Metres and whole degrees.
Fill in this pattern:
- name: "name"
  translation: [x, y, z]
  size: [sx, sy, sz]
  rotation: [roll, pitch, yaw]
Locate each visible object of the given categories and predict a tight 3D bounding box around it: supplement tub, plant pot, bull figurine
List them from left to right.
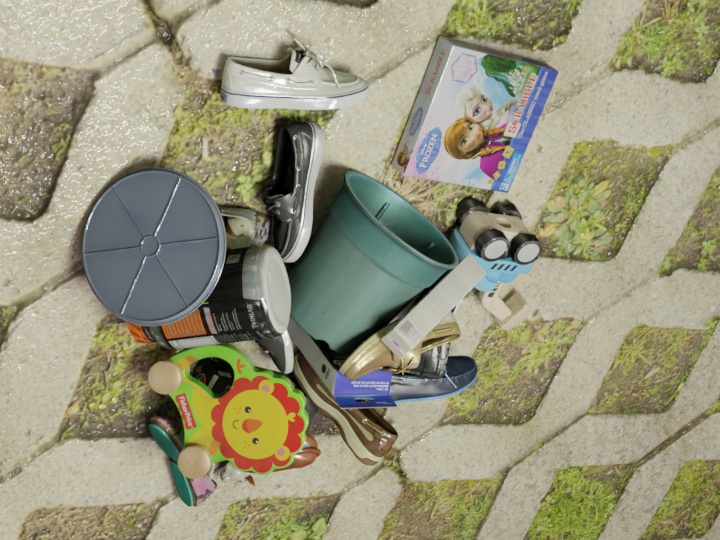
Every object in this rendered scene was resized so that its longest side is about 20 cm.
- name: "supplement tub"
  translation: [-0.201, 0.038, 1.593]
  size: [0.199, 0.123, 0.123]
  rotation: [-7, 129, 13]
- name: "bull figurine"
  translation: [-0.153, 0.268, 1.793]
  size: [0.200, 0.065, 0.121]
  rotation: [-20, 145, 36]
- name: "plant pot"
  translation: [0.000, 0.000, 1.699]
  size: [0.200, 0.200, 0.196]
  rotation: [25, 111, -39]

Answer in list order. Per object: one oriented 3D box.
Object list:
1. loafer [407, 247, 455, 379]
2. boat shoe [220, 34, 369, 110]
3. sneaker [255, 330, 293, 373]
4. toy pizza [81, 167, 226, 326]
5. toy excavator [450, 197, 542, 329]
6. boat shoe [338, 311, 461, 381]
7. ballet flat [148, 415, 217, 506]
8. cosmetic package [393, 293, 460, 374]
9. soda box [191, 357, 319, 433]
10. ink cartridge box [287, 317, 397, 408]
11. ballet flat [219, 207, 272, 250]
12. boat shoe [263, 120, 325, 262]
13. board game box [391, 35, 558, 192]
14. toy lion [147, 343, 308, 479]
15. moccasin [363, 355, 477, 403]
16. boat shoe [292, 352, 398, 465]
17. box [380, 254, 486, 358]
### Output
- name: "loafer"
  translation: [0.105, 0.060, 1.795]
  size: [0.070, 0.068, 0.201]
  rotation: [9, 92, 3]
- name: "boat shoe"
  translation: [-0.081, -0.258, 1.562]
  size: [0.201, 0.075, 0.086]
  rotation: [-2, 118, -19]
- name: "sneaker"
  translation: [-0.162, 0.077, 1.724]
  size: [0.099, 0.071, 0.200]
  rotation: [-25, 123, -13]
- name: "toy pizza"
  translation: [-0.260, -0.030, 1.535]
  size: [0.200, 0.200, 0.032]
  rotation: [-52, 165, 7]
- name: "toy excavator"
  translation: [0.208, 0.000, 1.892]
  size: [0.194, 0.100, 0.200]
  rotation: [6, 128, -31]
- name: "boat shoe"
  translation: [0.060, 0.106, 1.690]
  size: [0.200, 0.066, 0.074]
  rotation: [-29, 165, -28]
- name: "ballet flat"
  translation: [-0.256, 0.268, 1.794]
  size: [0.071, 0.069, 0.200]
  rotation: [-40, 137, -27]
- name: "cosmetic package"
  translation: [0.059, 0.080, 1.867]
  size: [0.151, 0.052, 0.200]
  rotation: [15, 110, -39]
- name: "soda box"
  translation: [-0.156, 0.186, 1.797]
  size: [0.200, 0.063, 0.071]
  rotation: [18, 108, -37]
- name: "ink cartridge box"
  translation: [-0.025, 0.125, 1.746]
  size: [0.099, 0.200, 0.039]
  rotation: [3, 121, -33]
- name: "ballet flat"
  translation: [-0.198, -0.049, 1.619]
  size: [0.200, 0.072, 0.072]
  rotation: [6, 115, -34]
- name: "boat shoe"
  translation: [-0.100, -0.106, 1.637]
  size: [0.066, 0.070, 0.201]
  rotation: [-2, 118, -38]
- name: "board game box"
  translation: [0.165, -0.220, 1.748]
  size: [0.199, 0.041, 0.200]
  rotation: [5, 115, -33]
- name: "toy lion"
  translation: [-0.174, 0.191, 1.682]
  size: [0.191, 0.069, 0.201]
  rotation: [-19, 95, 5]
- name: "moccasin"
  translation: [0.093, 0.157, 1.853]
  size: [0.199, 0.080, 0.068]
  rotation: [-12, 120, -26]
- name: "boat shoe"
  translation: [-0.017, 0.189, 1.802]
  size: [0.075, 0.202, 0.075]
  rotation: [-45, 167, 20]
- name: "box"
  translation: [0.104, 0.048, 1.683]
  size: [0.200, 0.041, 0.039]
  rotation: [-43, -179, -40]
